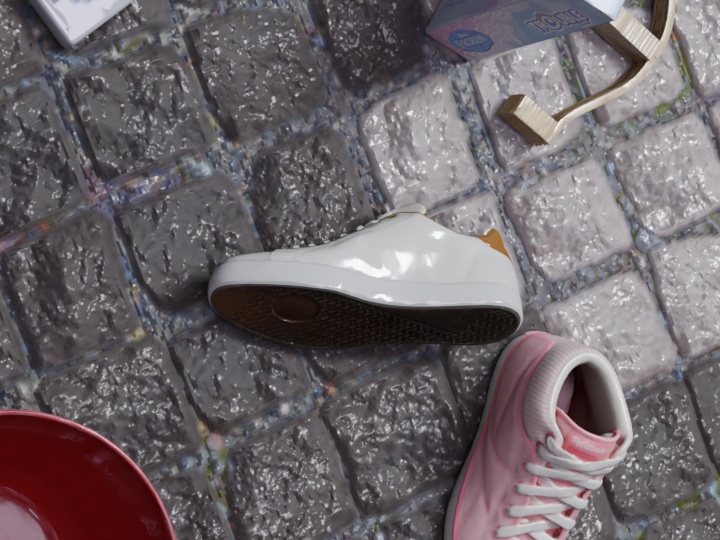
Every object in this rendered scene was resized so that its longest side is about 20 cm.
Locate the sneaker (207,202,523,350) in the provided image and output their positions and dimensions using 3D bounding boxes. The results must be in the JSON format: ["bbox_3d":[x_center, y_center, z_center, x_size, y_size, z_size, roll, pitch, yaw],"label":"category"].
[{"bbox_3d":[0.000,0.000,1.368,0.199,0.073,0.085,4,56,-15],"label":"sneaker"}]

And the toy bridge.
[{"bbox_3d":[0.172,-0.163,1.451,0.067,0.027,0.200,39,75,-18],"label":"toy bridge"}]

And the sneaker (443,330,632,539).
[{"bbox_3d":[0.113,0.137,1.377,0.075,0.105,0.201,15,84,-22],"label":"sneaker"}]

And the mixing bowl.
[{"bbox_3d":[-0.211,0.178,1.245,0.199,0.108,0.201,1,88,-20],"label":"mixing bowl"}]

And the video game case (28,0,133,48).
[{"bbox_3d":[-0.168,-0.268,1.325,0.182,0.023,0.200,-39,102,-18],"label":"video game case"}]

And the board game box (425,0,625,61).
[{"bbox_3d":[0.137,-0.234,1.347,0.043,0.200,0.199,32,78,-18],"label":"board game box"}]
